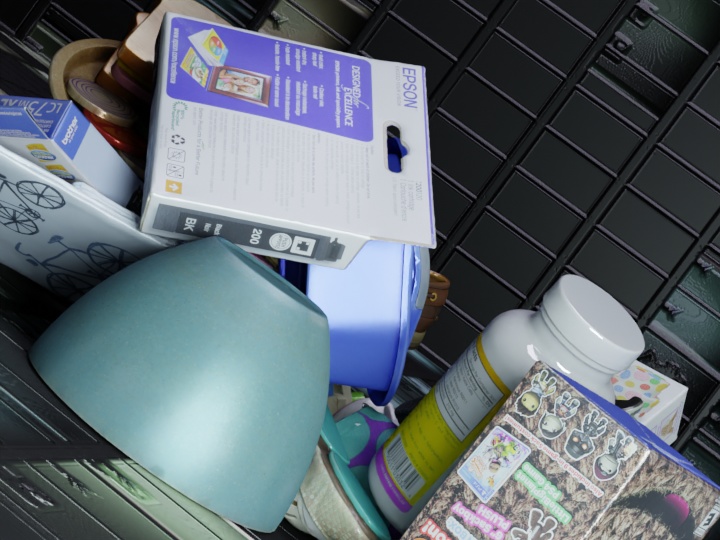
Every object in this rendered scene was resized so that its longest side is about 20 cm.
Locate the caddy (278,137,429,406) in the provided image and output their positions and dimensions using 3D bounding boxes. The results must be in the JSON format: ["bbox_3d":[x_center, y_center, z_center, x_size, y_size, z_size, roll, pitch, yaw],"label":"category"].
[{"bbox_3d":[0.000,0.000,1.637,0.105,0.200,0.141,3,1,-11],"label":"caddy"}]

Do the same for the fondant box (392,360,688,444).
[{"bbox_3d":[0.137,0.124,1.708,0.144,0.058,0.200,29,44,29],"label":"fondant box"}]

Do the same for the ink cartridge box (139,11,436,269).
[{"bbox_3d":[-0.050,-0.088,1.552,0.200,0.043,0.198,10,43,-11],"label":"ink cartridge box"}]

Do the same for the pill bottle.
[{"bbox_3d":[0.101,0.098,1.490,0.104,0.200,0.104,33,25,-17],"label":"pill bottle"}]

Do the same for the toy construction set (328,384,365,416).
[{"bbox_3d":[-0.047,0.064,1.832,0.092,0.131,0.200,0,21,-7],"label":"toy construction set"}]

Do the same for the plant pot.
[{"bbox_3d":[-0.097,0.058,1.452,0.200,0.135,0.200,36,3,-2],"label":"plant pot"}]

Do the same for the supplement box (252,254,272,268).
[{"bbox_3d":[-0.190,-0.026,1.919,0.200,0.103,0.131,35,2,-14],"label":"supplement box"}]

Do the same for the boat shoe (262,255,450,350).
[{"bbox_3d":[-0.010,-0.007,1.759,0.200,0.068,0.072,30,15,-36],"label":"boat shoe"}]

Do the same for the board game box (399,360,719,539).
[{"bbox_3d":[0.114,0.178,1.382,0.097,0.200,0.159,40,5,31],"label":"board game box"}]

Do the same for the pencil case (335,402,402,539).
[{"bbox_3d":[0.049,0.185,1.613,0.200,0.085,0.092,38,-24,18],"label":"pencil case"}]

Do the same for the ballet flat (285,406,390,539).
[{"bbox_3d":[-0.032,0.148,1.526,0.067,0.062,0.200,50,6,-30],"label":"ballet flat"}]

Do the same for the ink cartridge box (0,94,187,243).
[{"bbox_3d":[-0.217,-0.069,1.543,0.119,0.042,0.200,7,-27,34],"label":"ink cartridge box"}]

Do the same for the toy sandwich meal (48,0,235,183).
[{"bbox_3d":[-0.135,-0.124,1.630,0.205,0.070,0.205,27,31,-18],"label":"toy sandwich meal"}]

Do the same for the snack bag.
[{"bbox_3d":[-0.227,-0.033,1.556,0.200,0.021,0.189,30,-24,-15],"label":"snack bag"}]

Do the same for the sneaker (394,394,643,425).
[{"bbox_3d":[0.111,0.131,1.589,0.200,0.089,0.074,4,15,37],"label":"sneaker"}]

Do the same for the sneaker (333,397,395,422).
[{"bbox_3d":[0.054,0.180,1.794,0.200,0.080,0.089,26,34,-35],"label":"sneaker"}]
